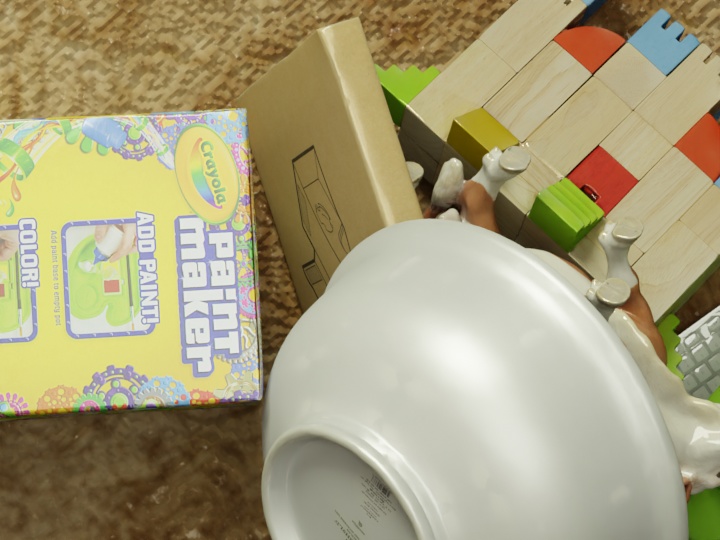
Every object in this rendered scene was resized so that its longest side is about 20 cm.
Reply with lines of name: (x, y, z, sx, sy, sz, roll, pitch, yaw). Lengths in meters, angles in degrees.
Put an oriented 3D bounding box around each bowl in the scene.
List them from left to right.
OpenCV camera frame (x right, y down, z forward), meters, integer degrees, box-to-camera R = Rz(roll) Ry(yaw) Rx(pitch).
bowl: (0.025, 0.088, 0.984, 0.090, 0.201, 0.202, -29, 88, -38)

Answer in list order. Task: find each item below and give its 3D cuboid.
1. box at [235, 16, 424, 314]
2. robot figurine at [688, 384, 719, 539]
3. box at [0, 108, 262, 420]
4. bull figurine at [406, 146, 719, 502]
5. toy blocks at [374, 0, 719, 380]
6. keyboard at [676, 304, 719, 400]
box: (0.000, 0.000, 1.112, 0.021, 0.163, 0.201, -16, 87, -17)
robot figurine: (0.231, 0.060, 1.126, 0.116, 0.175, 0.200, 42, 111, 13)
box: (-0.140, 0.003, 1.085, 0.191, 0.200, 0.123, -4, 86, -2)
bull figurine: (0.087, 0.023, 1.084, 0.199, 0.122, 0.065, 28, 51, 29)
toy blocks: (0.118, -0.060, 1.164, 0.200, 0.100, 0.137, 43, 71, 10)
keyboard: (0.211, 0.023, 1.198, 0.200, 0.011, 0.056, -35, 89, -4)
